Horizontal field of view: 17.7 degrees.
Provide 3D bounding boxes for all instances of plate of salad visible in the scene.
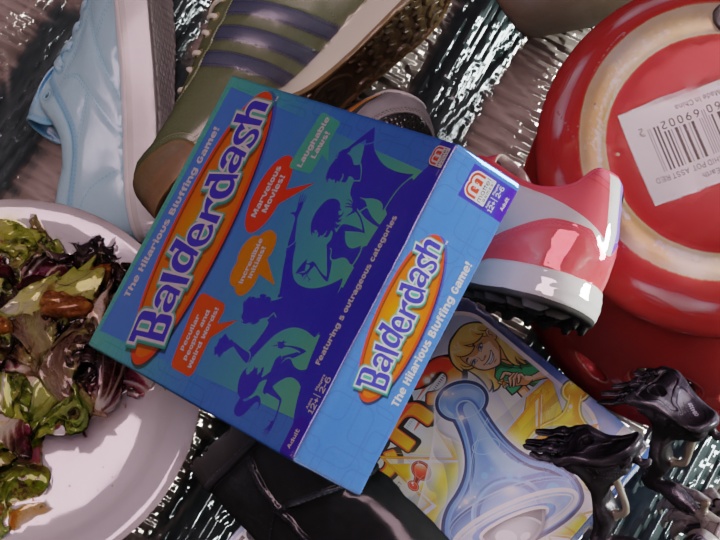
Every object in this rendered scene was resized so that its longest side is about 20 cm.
[{"bbox_3d":[-0.179,0.055,1.152,0.199,0.048,0.201,-1,71,2],"label":"plate of salad"}]

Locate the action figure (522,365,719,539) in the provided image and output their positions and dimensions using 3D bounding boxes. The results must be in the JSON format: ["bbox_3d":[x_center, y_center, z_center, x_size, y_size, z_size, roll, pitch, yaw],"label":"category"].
[{"bbox_3d":[0.153,0.147,1.140,0.119,0.102,0.201,-36,117,-28],"label":"action figure"}]

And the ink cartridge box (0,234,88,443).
[{"bbox_3d":[-0.189,0.038,1.221,0.199,0.068,0.117,4,73,6],"label":"ink cartridge box"}]

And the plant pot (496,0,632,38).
[{"bbox_3d":[0.140,-0.213,1.225,0.173,0.200,0.201,-26,72,15],"label":"plant pot"}]

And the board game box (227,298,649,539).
[{"bbox_3d":[0.035,0.125,1.193,0.135,0.034,0.200,39,80,14],"label":"board game box"}]

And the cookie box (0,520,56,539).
[{"bbox_3d":[-0.238,0.229,1.162,0.170,0.075,0.201,1,74,3],"label":"cookie box"}]

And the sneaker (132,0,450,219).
[{"bbox_3d":[-0.053,-0.114,1.196,0.200,0.067,0.090,-39,68,-12],"label":"sneaker"}]

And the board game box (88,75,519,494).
[{"bbox_3d":[-0.032,0.000,1.056,0.200,0.045,0.153,21,82,56],"label":"board game box"}]

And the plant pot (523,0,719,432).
[{"bbox_3d":[0.176,-0.031,1.156,0.199,0.183,0.201,-1,75,4],"label":"plant pot"}]

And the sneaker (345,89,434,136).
[{"bbox_3d":[0.000,0.000,1.198,0.078,0.077,0.201,28,74,-32],"label":"sneaker"}]

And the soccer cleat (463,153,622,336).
[{"bbox_3d":[0.041,-0.024,1.095,0.200,0.068,0.073,14,79,44],"label":"soccer cleat"}]

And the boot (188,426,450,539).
[{"bbox_3d":[0.031,0.127,1.095,0.200,0.165,0.066,52,39,8],"label":"boot"}]

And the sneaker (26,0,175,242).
[{"bbox_3d":[-0.145,-0.108,1.261,0.082,0.074,0.201,-6,68,7],"label":"sneaker"}]
